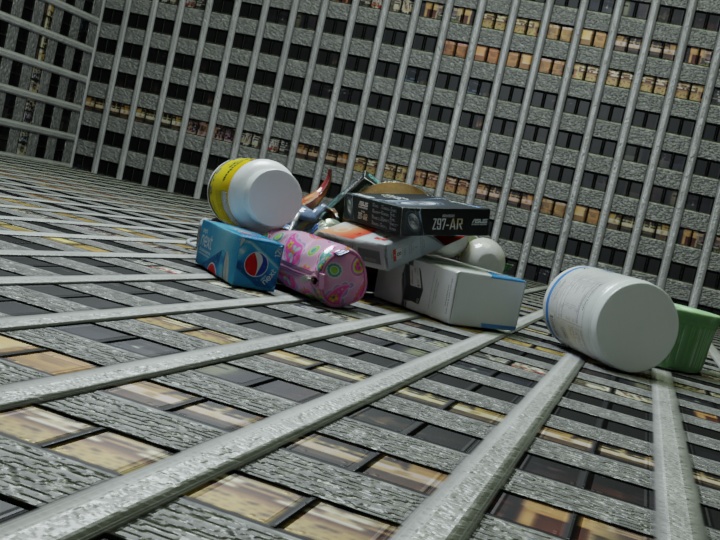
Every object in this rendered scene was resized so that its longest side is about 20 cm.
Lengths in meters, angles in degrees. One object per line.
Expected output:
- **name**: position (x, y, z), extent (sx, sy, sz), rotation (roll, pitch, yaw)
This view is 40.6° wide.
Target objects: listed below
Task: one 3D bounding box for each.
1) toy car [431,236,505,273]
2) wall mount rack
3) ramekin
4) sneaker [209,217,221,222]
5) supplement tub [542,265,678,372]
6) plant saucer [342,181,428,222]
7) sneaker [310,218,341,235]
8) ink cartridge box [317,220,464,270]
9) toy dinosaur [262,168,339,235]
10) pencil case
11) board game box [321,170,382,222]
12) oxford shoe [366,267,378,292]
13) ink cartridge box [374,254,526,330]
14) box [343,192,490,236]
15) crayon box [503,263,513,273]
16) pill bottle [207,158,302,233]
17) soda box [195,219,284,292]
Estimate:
- **toy car**: position (0.150, -0.019, 1.738), extent (0.199, 0.150, 0.175), rotation (36, -1, -14)
- **wall mount rack**: position (-0.192, -0.063, 1.678), extent (0.198, 0.075, 0.174), rotation (15, 17, 11)
- **ramekin**: position (0.481, 0.099, 1.602), extent (0.198, 0.099, 0.200), rotation (13, 4, -1)
- **sneaker**: position (-0.195, -0.062, 1.844), extent (0.198, 0.075, 0.081), rotation (14, 1, -13)
- **supplement tub**: position (0.362, 0.067, 1.431), extent (0.131, 0.133, 0.200), rotation (12, 4, -13)
- **plant saucer**: position (0.062, -0.085, 1.937), extent (0.198, 0.201, 0.036), rotation (12, 40, -9)
- **sneaker**: position (-0.010, -0.007, 1.727), extent (0.199, 0.077, 0.086), rotation (30, 33, -32)
- **ink cartridge box**: position (0.057, -0.060, 1.567), extent (0.199, 0.051, 0.161), rotation (-26, 25, -37)
- **toy dinosaur**: position (-0.140, -0.083, 1.779), extent (0.180, 0.202, 0.105), rotation (3, -25, -19)
- **pencil case**: position (-0.073, -0.006, 1.374), extent (0.087, 0.088, 0.199), rotation (10, 6, -35)
- **board game box**: position (-0.009, -0.099, 1.969), extent (0.135, 0.200, 0.028), rotation (36, 33, -25)
- **oxford shoe**: position (0.000, 0.000, 1.617), extent (0.074, 0.071, 0.200), rotation (12, 3, 26)
- **ink cartridge box**: position (0.138, 0.029, 1.544), extent (0.144, 0.085, 0.199), rotation (7, 7, -35)
- **box**: position (0.086, -0.090, 1.548), extent (0.159, 0.044, 0.200), rotation (-1, 11, -26)
- **crayon box**: position (0.188, 0.009, 1.933), extent (0.198, 0.052, 0.126), rotation (12, -19, -10)
- **pill bottle**: position (-0.162, -0.117, 1.514), extent (0.112, 0.114, 0.200), rotation (11, 2, -24)
- **soda box**: position (-0.175, -0.023, 1.379), extent (0.064, 0.068, 0.200), rotation (11, 5, -25)
